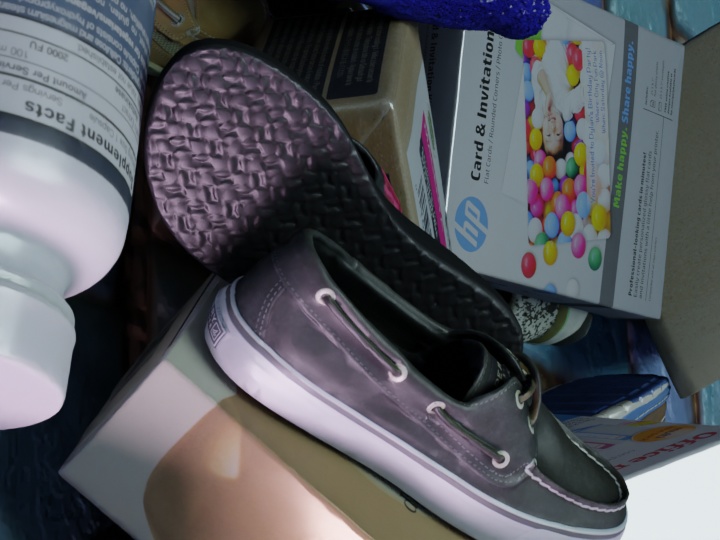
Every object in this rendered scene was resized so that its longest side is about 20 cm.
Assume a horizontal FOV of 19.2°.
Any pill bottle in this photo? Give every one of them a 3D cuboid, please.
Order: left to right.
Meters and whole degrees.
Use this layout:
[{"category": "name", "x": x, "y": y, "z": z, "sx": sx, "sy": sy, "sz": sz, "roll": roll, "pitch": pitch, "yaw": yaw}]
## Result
[{"category": "pill bottle", "x": -0.138, "y": -0.052, "z": 0.760, "sx": 0.120, "sy": 0.119, "sz": 0.201, "roll": 36, "pitch": 52, "yaw": -50}]

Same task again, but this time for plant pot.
[{"category": "plant pot", "x": 0.236, "y": -0.060, "z": 1.300, "sx": 0.177, "sy": 0.200, "sz": 0.200, "roll": 58, "pitch": 11, "yaw": 0}]

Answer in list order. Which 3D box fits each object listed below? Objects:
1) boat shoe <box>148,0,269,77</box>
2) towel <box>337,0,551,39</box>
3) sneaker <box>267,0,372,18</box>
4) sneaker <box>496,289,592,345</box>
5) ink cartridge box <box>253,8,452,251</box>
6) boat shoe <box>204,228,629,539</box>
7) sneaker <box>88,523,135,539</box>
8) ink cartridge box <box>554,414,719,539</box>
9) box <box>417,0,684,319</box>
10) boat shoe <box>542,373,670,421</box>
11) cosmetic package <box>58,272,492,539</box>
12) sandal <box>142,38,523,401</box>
[{"category": "boat shoe", "x": -0.085, "y": -0.131, "z": 0.912, "sx": 0.200, "sy": 0.076, "sz": 0.072, "roll": 16, "pitch": 64, "yaw": -59}, {"category": "towel", "x": -0.004, "y": -0.178, "z": 0.935, "sx": 0.200, "sy": 0.050, "sz": 0.148, "roll": 7, "pitch": 50, "yaw": -47}, {"category": "sneaker", "x": -0.023, "y": -0.148, "z": 1.032, "sx": 0.200, "sy": 0.070, "sz": 0.078, "roll": 24, "pitch": 56, "yaw": -55}, {"category": "sneaker", "x": 0.069, "y": -0.045, "z": 1.160, "sx": 0.088, "sy": 0.077, "sz": 0.201, "roll": -25, "pitch": 100, "yaw": -50}, {"category": "ink cartridge box", "x": 0.000, "y": 0.000, "z": 0.932, "sx": 0.165, "sy": 0.075, "sz": 0.201, "roll": -79, "pitch": 160, "yaw": -68}, {"category": "boat shoe", "x": 0.035, "y": 0.050, "z": 0.802, "sx": 0.200, "sy": 0.057, "sz": 0.069, "roll": 30, "pitch": 28, "yaw": -27}, {"category": "sneaker", "x": -0.072, "y": 0.140, "z": 0.859, "sx": 0.200, "sy": 0.070, "sz": 0.090, "roll": -42, "pitch": 114, "yaw": -58}, {"category": "ink cartridge box", "x": 0.108, "y": 0.146, "z": 1.000, "sx": 0.128, "sy": 0.200, "sz": 0.126, "roll": -18, "pitch": 97, "yaw": -29}, {"category": "box", "x": 0.095, "y": -0.065, "z": 1.110, "sx": 0.200, "sy": 0.041, "sz": 0.157, "roll": 14, "pitch": 79, "yaw": -48}, {"category": "boat shoe", "x": 0.115, "y": 0.115, "z": 1.194, "sx": 0.200, "sy": 0.072, "sz": 0.073, "roll": -27, "pitch": 109, "yaw": -48}, {"category": "cosmetic package", "x": -0.007, "y": 0.098, "z": 0.820, "sx": 0.200, "sy": 0.071, "sz": 0.105, "roll": 41, "pitch": 26, "yaw": -8}, {"category": "sandal", "x": -0.014, "y": -0.016, "z": 0.816, "sx": 0.200, "sy": 0.075, "sz": 0.045, "roll": 43, "pitch": 13, "yaw": -34}]
